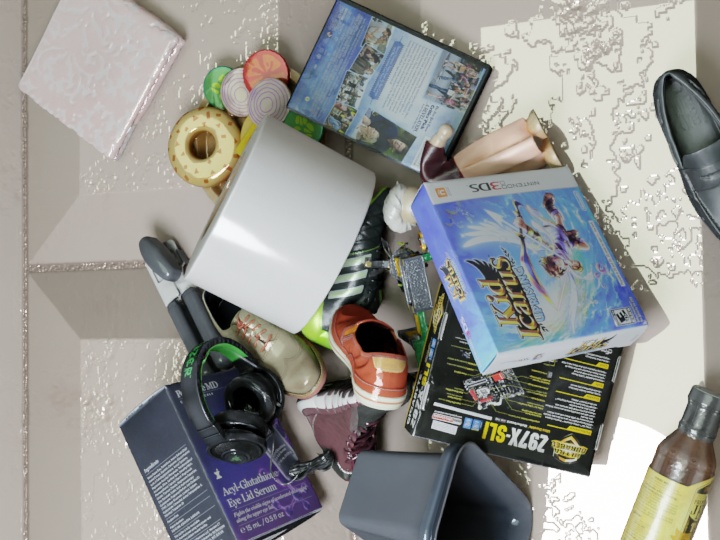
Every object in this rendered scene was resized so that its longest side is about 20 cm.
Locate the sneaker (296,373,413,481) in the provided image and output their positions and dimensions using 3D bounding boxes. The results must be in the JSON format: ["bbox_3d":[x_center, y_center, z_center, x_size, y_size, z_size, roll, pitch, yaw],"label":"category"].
[{"bbox_3d":[0.010,0.178,1.193,0.200,0.075,0.116,-18,93,58],"label":"sneaker"}]

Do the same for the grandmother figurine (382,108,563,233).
[{"bbox_3d":[0.111,-0.103,1.162,0.199,0.061,0.122,-28,104,14],"label":"grandmother figurine"}]

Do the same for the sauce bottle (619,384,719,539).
[{"bbox_3d":[0.318,0.215,1.074,0.064,0.065,0.202,22,99,23],"label":"sauce bottle"}]

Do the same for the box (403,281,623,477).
[{"bbox_3d":[0.160,0.111,1.101,0.198,0.049,0.161,14,93,-10],"label":"box"}]

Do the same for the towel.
[{"bbox_3d":[-0.344,-0.274,1.411,0.200,0.032,0.192,37,104,22],"label":"towel"}]

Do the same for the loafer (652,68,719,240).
[{"bbox_3d":[0.347,-0.109,1.068,0.068,0.070,0.202,-27,78,22],"label":"loafer"}]

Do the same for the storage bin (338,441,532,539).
[{"bbox_3d":[0.073,0.269,1.113,0.133,0.200,0.146,1,59,35],"label":"storage bin"}]

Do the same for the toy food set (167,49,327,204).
[{"bbox_3d":[-0.130,-0.163,1.300,0.200,0.049,0.199,40,104,21],"label":"toy food set"}]

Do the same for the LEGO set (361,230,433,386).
[{"bbox_3d":[0.100,0.044,1.173,0.153,0.116,0.202,-20,96,-7],"label":"LEGO set"}]

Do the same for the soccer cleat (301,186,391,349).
[{"bbox_3d":[0.000,0.000,1.234,0.081,0.068,0.201,29,100,3],"label":"soccer cleat"}]

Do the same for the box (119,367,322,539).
[{"bbox_3d":[-0.162,0.227,1.238,0.104,0.148,0.201,-38,74,34],"label":"box"}]

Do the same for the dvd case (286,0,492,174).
[{"bbox_3d":[0.032,-0.207,1.215,0.199,0.018,0.144,27,93,10],"label":"dvd case"}]

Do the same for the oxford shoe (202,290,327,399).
[{"bbox_3d":[-0.119,0.083,1.244,0.199,0.075,0.071,32,86,39],"label":"oxford shoe"}]

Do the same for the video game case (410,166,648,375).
[{"bbox_3d":[0.168,-0.007,1.072,0.046,0.180,0.201,117,138,-53],"label":"video game case"}]

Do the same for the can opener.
[{"bbox_3d":[-0.223,0.044,1.321,0.053,0.067,0.201,-39,63,17],"label":"can opener"}]

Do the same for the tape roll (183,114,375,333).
[{"bbox_3d":[-0.090,-0.051,1.173,0.138,0.203,0.204,27,101,-12],"label":"tape roll"}]

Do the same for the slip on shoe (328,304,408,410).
[{"bbox_3d":[0.012,0.076,1.121,0.073,0.200,0.062,8,108,-13],"label":"slip on shoe"}]

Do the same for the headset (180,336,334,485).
[{"bbox_3d":[-0.114,0.159,1.178,0.093,0.124,0.201,-21,118,28],"label":"headset"}]
